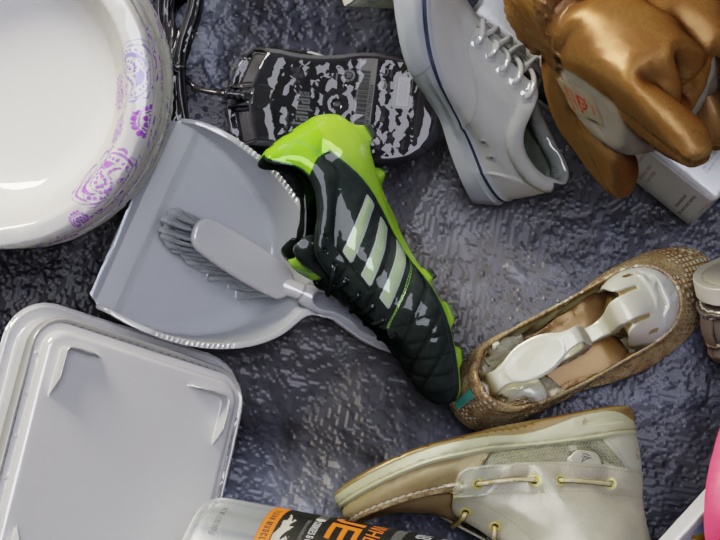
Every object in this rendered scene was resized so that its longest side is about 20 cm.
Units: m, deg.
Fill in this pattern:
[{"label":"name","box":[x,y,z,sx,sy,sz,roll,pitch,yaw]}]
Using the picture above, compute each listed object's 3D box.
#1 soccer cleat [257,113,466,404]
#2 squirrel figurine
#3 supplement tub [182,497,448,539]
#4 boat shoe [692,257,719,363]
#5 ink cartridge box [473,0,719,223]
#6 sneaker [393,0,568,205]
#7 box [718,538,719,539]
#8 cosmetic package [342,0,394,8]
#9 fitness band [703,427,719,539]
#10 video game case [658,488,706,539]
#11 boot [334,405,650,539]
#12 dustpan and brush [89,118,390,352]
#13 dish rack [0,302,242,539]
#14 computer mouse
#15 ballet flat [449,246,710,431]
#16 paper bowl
[{"label":"soccer cleat","box":[0.000,0.000,1.709,0.081,0.068,0.200,-26,93,-20]},{"label":"squirrel figurine","box":[0.193,-0.171,1.667,0.187,0.142,0.200,-39,87,-16]},{"label":"supplement tub","box":[-0.010,0.213,1.640,0.200,0.123,0.123,10,78,12]},{"label":"boat shoe","box":[0.309,0.007,1.763,0.200,0.072,0.060,-17,112,-20]},{"label":"ink cartridge box","box":[0.189,-0.151,1.772,0.200,0.086,0.148,39,79,5]},{"label":"sneaker","box":[0.079,-0.127,1.713,0.071,0.200,0.073,-7,44,23]},{"label":"box","box":[0.264,0.237,1.626,0.200,0.050,0.199,-52,127,-11]},{"label":"cosmetic package","box":[0.023,-0.280,1.762,0.071,0.105,0.200,-3,76,-42]},{"label":"fitness band","box":[0.276,0.135,1.697,0.144,0.037,0.200,46,52,-33]},{"label":"video game case","box":[0.194,0.248,1.691,0.200,0.018,0.143,-45,119,-12]},{"label":"boot","box":[0.094,0.178,1.706,0.200,0.072,0.155,-12,82,-11]},{"label":"dustpan and brush","box":[-0.057,0.005,1.729,0.200,0.057,0.140,31,74,-29]},{"label":"dish rack","box":[-0.155,0.132,1.671,0.171,0.044,0.200,19,77,-29]},{"label":"computer mouse","box":[-0.042,-0.135,1.770,0.199,0.046,0.141,1,82,6]},{"label":"ballet flat","box":[0.149,0.043,1.740,0.200,0.065,0.071,-32,82,-11]},{"label":"paper bowl","box":[-0.215,-0.114,1.700,0.200,0.104,0.201,0,91,11]}]
